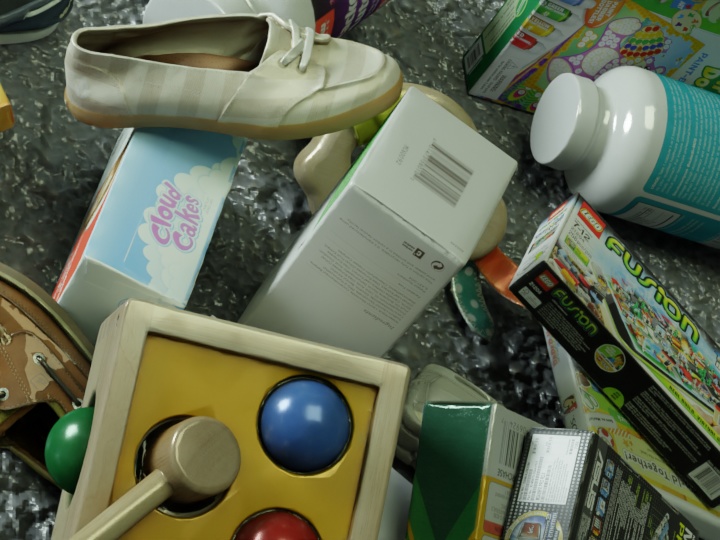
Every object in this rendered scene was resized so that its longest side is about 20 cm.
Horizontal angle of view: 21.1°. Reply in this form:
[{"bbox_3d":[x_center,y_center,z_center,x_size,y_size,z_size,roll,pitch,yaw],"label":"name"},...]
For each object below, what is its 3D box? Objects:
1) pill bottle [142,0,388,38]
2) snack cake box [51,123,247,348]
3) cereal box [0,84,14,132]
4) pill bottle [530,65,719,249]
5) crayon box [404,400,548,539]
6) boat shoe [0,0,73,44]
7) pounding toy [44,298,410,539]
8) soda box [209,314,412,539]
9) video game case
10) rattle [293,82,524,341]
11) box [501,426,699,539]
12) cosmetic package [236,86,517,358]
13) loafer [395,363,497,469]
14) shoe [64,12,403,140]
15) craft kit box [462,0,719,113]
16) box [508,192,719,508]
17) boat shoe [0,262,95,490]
[{"bbox_3d":[-0.059,-0.196,1.342,0.111,0.111,0.200,44,46,4],"label":"pill bottle"},{"bbox_3d":[-0.127,-0.033,1.171,0.067,0.115,0.200,27,47,-12],"label":"snack cake box"},{"bbox_3d":[-0.311,-0.147,1.145,0.144,0.040,0.200,-25,76,-13],"label":"cereal box"},{"bbox_3d":[0.229,-0.086,1.444,0.199,0.111,0.111,16,50,-23],"label":"pill bottle"},{"bbox_3d":[0.074,0.186,1.110,0.126,0.051,0.201,27,67,-52],"label":"crayon box"},{"bbox_3d":[-0.267,-0.170,1.223,0.199,0.062,0.075,-10,70,-35],"label":"boat shoe"},{"bbox_3d":[-0.091,0.119,1.005,0.199,0.142,0.185,14,78,-13],"label":"pounding toy"},{"bbox_3d":[-0.041,0.123,1.141,0.200,0.068,0.064,41,46,1],"label":"soda box"},{"bbox_3d":[0.202,0.094,1.305,0.200,0.023,0.182,27,38,-35],"label":"video game case"},{"bbox_3d":[0.035,-0.049,1.349,0.200,0.143,0.130,36,76,-25],"label":"rattle"},{"bbox_3d":[0.126,0.212,1.102,0.160,0.044,0.201,42,57,-48],"label":"box"},{"bbox_3d":[0.000,0.000,1.168,0.085,0.200,0.108,35,43,-5],"label":"cosmetic package"},{"bbox_3d":[0.110,0.130,1.232,0.200,0.070,0.070,37,48,-6],"label":"loafer"},{"bbox_3d":[-0.074,-0.116,1.125,0.199,0.054,0.070,-2,43,-3],"label":"shoe"},{"bbox_3d":[0.210,-0.181,1.443,0.197,0.200,0.049,11,51,-24],"label":"craft kit box"},{"bbox_3d":[0.186,0.050,1.274,0.200,0.035,0.110,46,31,-8],"label":"box"},{"bbox_3d":[-0.188,0.064,1.089,0.200,0.072,0.068,37,44,-3],"label":"boat shoe"}]
